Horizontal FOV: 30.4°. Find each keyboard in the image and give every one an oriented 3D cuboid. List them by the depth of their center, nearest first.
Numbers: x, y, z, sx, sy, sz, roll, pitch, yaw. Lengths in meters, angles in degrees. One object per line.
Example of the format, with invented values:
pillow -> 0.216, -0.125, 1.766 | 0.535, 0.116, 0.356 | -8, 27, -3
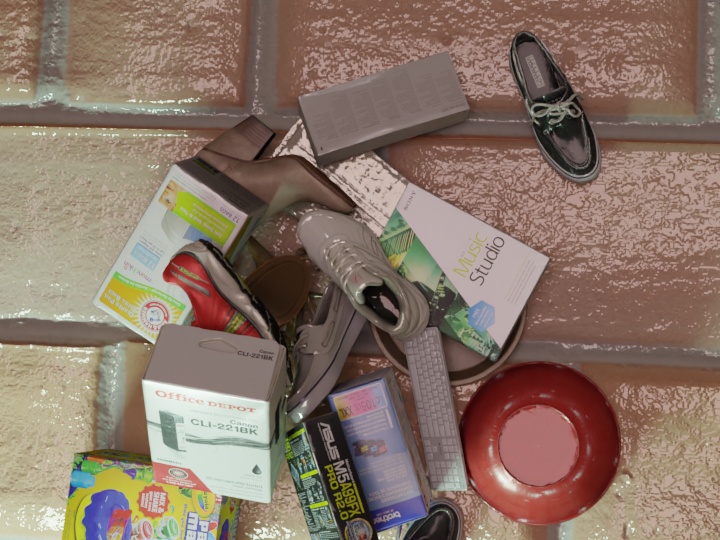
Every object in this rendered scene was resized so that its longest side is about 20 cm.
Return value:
keyboard -> 0.090, 0.169, 1.613 | 0.056, 0.011, 0.202 | -9, 93, 36

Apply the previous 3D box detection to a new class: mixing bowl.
mixing bowl -> 0.212, 0.208, 1.577 | 0.199, 0.108, 0.202 | -1, 85, 8

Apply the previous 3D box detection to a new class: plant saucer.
plant saucer -> 0.108, 0.044, 1.647 | 0.198, 0.029, 0.202 | -1, 84, 8

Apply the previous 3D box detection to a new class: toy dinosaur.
toy dinosaur -> -0.097, 0.008, 1.665 | 0.101, 0.058, 0.201 | -28, 81, 6

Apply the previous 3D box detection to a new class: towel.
towel -> -0.028, -0.102, 1.679 | 0.200, 0.034, 0.133 | 40, 92, 9

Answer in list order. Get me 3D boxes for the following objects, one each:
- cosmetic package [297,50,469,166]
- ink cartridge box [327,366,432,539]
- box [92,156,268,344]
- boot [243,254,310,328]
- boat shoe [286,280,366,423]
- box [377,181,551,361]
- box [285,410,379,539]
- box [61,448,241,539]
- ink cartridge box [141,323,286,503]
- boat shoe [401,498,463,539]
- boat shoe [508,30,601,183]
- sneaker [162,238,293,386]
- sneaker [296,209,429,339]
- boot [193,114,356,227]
cosmetic package -> 0.028, -0.200, 1.649 | 0.199, 0.051, 0.083 | -17, 76, -7
ink cartridge box -> 0.031, 0.225, 1.579 | 0.076, 0.136, 0.201 | -19, 89, 6
box -> -0.214, -0.021, 1.587 | 0.112, 0.101, 0.201 | 34, 104, 3
boot -> -0.148, 0.073, 1.627 | 0.074, 0.155, 0.200 | 41, 67, -5
boat shoe -> -0.051, 0.092, 1.580 | 0.066, 0.072, 0.201 | 38, 53, -12
box -> 0.112, 0.001, 1.618 | 0.199, 0.036, 0.145 | 28, 91, 11
box -> -0.039, 0.256, 1.561 | 0.044, 0.200, 0.161 | -16, 81, -14
box -> -0.256, 0.333, 1.625 | 0.191, 0.122, 0.202 | 6, 86, 8
ink cartridge box -> -0.161, 0.163, 1.496 | 0.143, 0.201, 0.084 | 9, 47, 5
boat shoe -> 0.057, 0.367, 1.604 | 0.070, 0.066, 0.200 | 36, 91, 10
boat shoe -> 0.239, -0.203, 1.631 | 0.073, 0.068, 0.201 | -20, 82, 6
sneaker -> -0.151, 0.059, 1.516 | 0.085, 0.077, 0.200 | -36, 97, 5
sneaker -> 0.000, 0.000, 1.566 | 0.200, 0.099, 0.078 | 42, 99, 8
boot -> -0.123, -0.089, 1.641 | 0.200, 0.070, 0.146 | 40, 93, 13
